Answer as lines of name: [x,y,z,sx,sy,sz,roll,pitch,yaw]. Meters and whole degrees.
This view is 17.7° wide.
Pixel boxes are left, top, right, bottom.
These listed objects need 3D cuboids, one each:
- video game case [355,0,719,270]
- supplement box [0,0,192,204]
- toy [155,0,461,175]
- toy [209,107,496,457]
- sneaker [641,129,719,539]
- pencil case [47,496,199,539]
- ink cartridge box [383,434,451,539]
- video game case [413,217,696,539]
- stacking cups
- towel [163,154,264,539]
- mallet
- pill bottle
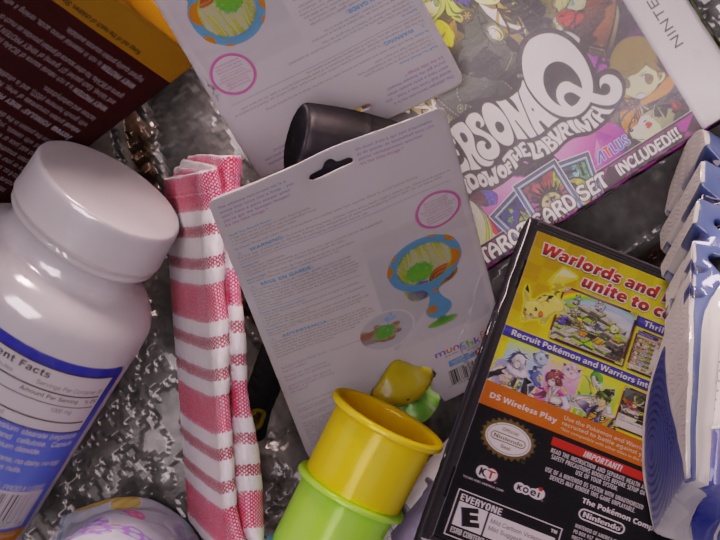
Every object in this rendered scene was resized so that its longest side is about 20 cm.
video game case: [0.068,-0.108,1.173,0.199,0.036,0.182,-32,85,12]
supplement box: [-0.227,-0.124,1.135,0.200,0.197,0.133,-37,63,11]
toy: [-0.045,-0.156,1.127,0.115,0.047,0.200,-24,122,12]
toy: [0.000,0.000,1.120,0.115,0.201,0.047,-23,46,-4]
sneaker: [0.200,0.031,1.087,0.114,0.081,0.200,12,62,-4]
pencil case: [-0.128,0.165,1.149,0.083,0.200,0.091,-43,91,4]
ink cartridge box: [0.062,0.174,1.164,0.145,0.084,0.200,42,100,8]
video game case: [0.144,0.089,1.108,0.199,0.026,0.181,22,63,-1]
stacking cups: [-0.029,0.157,1.120,0.060,0.060,0.201,28,101,9]
towel: [-0.070,0.042,1.159,0.030,0.146,0.201,-4,93,-11]
mallet: [-0.019,0.006,1.174,0.065,0.041,0.201,5,123,-13]
pill bottle: [-0.175,0.037,1.177,0.112,0.112,0.201,36,110,8]
